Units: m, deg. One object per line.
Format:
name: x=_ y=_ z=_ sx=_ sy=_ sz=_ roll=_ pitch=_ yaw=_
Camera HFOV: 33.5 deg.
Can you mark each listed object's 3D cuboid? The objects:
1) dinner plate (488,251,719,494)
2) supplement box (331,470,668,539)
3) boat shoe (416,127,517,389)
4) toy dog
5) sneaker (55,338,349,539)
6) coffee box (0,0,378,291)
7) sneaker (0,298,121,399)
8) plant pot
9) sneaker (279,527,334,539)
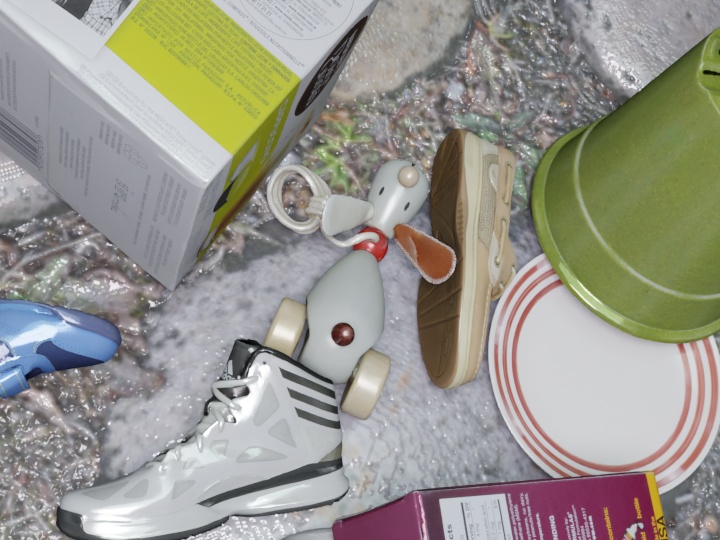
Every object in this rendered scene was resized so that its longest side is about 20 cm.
dinner plate: x=0.187 y=0.076 z=0.918 sx=0.197 sy=0.024 sz=0.203 roll=5 pitch=72 yaw=-15
supplement box: x=0.095 y=0.188 z=0.782 sx=0.198 sy=0.110 sz=0.087 roll=1 pitch=70 yaw=-31
boat shoe: x=0.088 y=-0.008 z=0.890 sx=0.064 sy=0.071 sz=0.203 roll=14 pitch=69 yaw=-22
toy dog: x=0.000 y=0.000 z=0.848 sx=0.130 sy=0.096 sz=0.203 roll=7 pitch=70 yaw=-14
sneaker: x=-0.104 y=0.105 z=0.777 sx=0.198 sy=0.075 sz=0.117 roll=-7 pitch=95 yaw=-28
coffee box: x=-0.131 y=-0.148 z=0.802 sx=0.199 sy=0.200 sz=0.198 roll=39 pitch=66 yaw=0
sneaker: x=-0.253 y=0.065 z=0.767 sx=0.197 sy=0.074 sz=0.083 roll=-4 pitch=75 yaw=-10
plant pot: x=0.254 y=-0.078 z=0.882 sx=0.197 sy=0.190 sz=0.202 roll=9 pitch=59 yaw=-15
sneaker: x=-0.071 y=0.217 z=0.764 sx=0.198 sy=0.080 sz=0.071 roll=-17 pitch=76 yaw=-22
